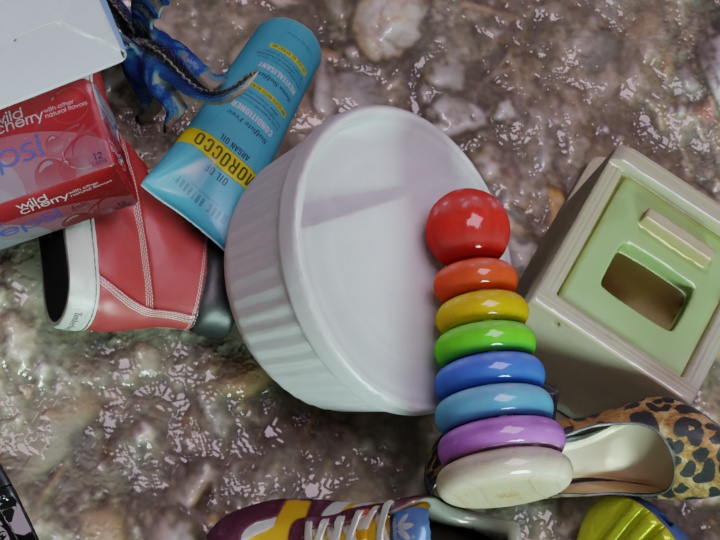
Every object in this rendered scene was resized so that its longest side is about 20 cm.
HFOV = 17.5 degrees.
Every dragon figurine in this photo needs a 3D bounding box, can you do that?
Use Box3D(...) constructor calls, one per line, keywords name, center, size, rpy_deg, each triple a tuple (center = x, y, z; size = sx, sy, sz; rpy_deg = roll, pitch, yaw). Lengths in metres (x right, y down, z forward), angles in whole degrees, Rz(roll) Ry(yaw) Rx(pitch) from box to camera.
Box3D(name="dragon figurine", center=(-0.143, -0.149, 1.550), size=(0.059, 0.200, 0.099), rpy_deg=(-41, 113, -11))

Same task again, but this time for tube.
Box3D(name="tube", center=(-0.082, -0.094, 1.569), size=(0.077, 0.050, 0.200), rpy_deg=(36, 45, -11))

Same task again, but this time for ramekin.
Box3D(name="ramekin", center=(0.000, 0.000, 1.518), size=(0.202, 0.094, 0.202), rpy_deg=(15, 68, -41))

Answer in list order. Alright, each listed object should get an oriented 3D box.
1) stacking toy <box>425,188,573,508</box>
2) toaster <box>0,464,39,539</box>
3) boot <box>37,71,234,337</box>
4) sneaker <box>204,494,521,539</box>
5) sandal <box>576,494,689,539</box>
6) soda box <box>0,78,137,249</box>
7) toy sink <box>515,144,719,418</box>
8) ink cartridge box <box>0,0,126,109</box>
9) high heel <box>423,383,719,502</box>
Box3D(name="stacking toy", center=(0.079, 0.044, 1.467), size=(0.085, 0.085, 0.200), rpy_deg=(0, 69, -20))
Box3D(name="toaster", center=(-0.289, 0.158, 1.355), size=(0.200, 0.119, 0.181), rpy_deg=(-26, 76, -28))
Box3D(name="boot", center=(-0.141, -0.049, 1.547), size=(0.144, 0.072, 0.200), rpy_deg=(4, 63, -27))
Box3D(name="sneaker", center=(0.003, 0.170, 1.470), size=(0.200, 0.090, 0.075), rpy_deg=(2, 64, -19))
Box3D(name="sandal", center=(0.219, 0.231, 1.539), size=(0.200, 0.079, 0.087), rpy_deg=(54, 23, 19))
Box3D(name="soda box", center=(-0.246, -0.050, 1.459), size=(0.200, 0.063, 0.070), rpy_deg=(-19, 66, 2))
Box3D(name="toy sink", center=(0.194, 0.001, 1.611), size=(0.130, 0.112, 0.200), rpy_deg=(34, 58, -2))
Box3D(name="ink cartridge box", center=(-0.258, -0.139, 1.489), size=(0.136, 0.200, 0.076), rpy_deg=(-25, 101, -28))
Box3D(name="high heel", center=(0.146, 0.133, 1.497), size=(0.200, 0.071, 0.143), rpy_deg=(13, 30, 35))
